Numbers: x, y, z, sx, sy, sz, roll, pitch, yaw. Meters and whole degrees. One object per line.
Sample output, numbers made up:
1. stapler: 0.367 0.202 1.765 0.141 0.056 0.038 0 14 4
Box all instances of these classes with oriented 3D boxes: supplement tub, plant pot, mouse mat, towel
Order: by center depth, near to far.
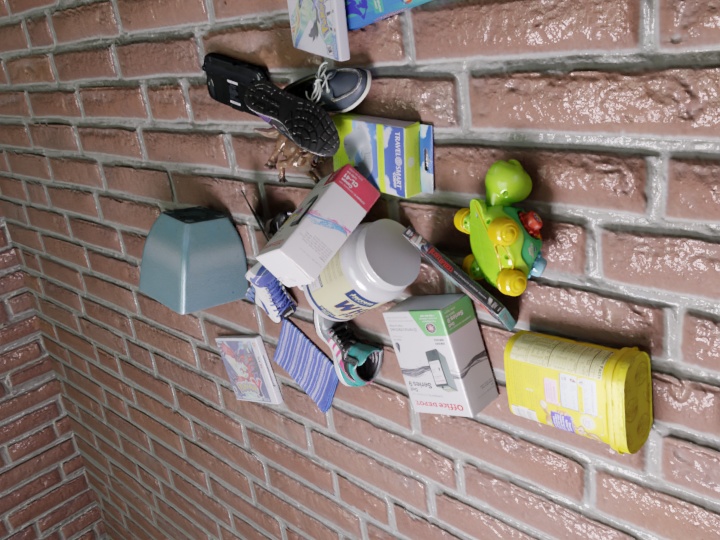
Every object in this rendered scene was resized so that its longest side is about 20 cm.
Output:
1. supplement tub: 0.000 0.000 1.238 0.200 0.145 0.146 -29 88 50
2. mouse mat: -0.195 -0.064 1.444 0.201 0.008 0.161 61 175 9
3. towel: -0.127 0.221 1.585 0.200 0.024 0.145 41 134 25
4. plant pot: -0.390 -0.039 1.613 0.195 0.196 0.201 21 115 39

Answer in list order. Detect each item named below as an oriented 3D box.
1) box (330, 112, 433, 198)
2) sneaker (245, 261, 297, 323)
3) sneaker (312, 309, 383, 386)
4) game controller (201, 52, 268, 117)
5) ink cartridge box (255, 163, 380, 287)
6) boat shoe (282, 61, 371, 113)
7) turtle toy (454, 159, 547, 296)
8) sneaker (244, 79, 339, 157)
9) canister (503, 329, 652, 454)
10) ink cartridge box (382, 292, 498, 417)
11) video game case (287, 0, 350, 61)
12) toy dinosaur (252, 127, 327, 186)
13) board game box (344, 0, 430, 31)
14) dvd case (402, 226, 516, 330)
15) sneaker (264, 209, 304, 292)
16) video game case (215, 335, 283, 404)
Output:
1. box: 0.034 -0.198 1.175 0.199 0.048 0.123 20 124 41
2. sneaker: -0.187 0.047 1.510 0.115 0.081 0.200 43 157 10
3. sneaker: -0.019 0.149 1.382 0.120 0.083 0.201 -2 116 53
4. game controller: -0.252 -0.378 1.403 0.200 0.042 0.105 28 143 36
5. ink cartridge box: -0.075 -0.076 1.195 0.086 0.200 0.147 44 160 -15
6. boat shoe: -0.064 -0.317 1.194 0.199 0.062 0.075 7 82 48
7. turtle toy: 0.213 -0.060 1.009 0.146 0.101 0.201 -146 41 -67
8. sneaker: -0.106 -0.258 1.203 0.200 0.076 0.088 39 178 18
9. canister: 0.321 0.174 1.031 0.199 0.086 0.149 10 117 46
10. ink cartridge box: 0.141 0.149 1.211 0.146 0.084 0.201 -7 105 49
11. video game case: -0.079 -0.458 1.128 0.182 0.022 0.201 37 141 51
12. toy dinosaur: -0.117 -0.238 1.291 0.200 0.086 0.136 48 137 26
13. board game box: 0.028 -0.465 1.041 0.199 0.045 0.153 -1 109 47
14. dvd case: 0.160 0.015 1.095 0.200 0.146 0.022 42 93 24
15. sneaker: -0.124 -0.040 1.412 0.201 0.066 0.090 58 142 10
16. video game case: -0.292 0.256 1.781 0.199 0.023 0.183 -6 105 49
